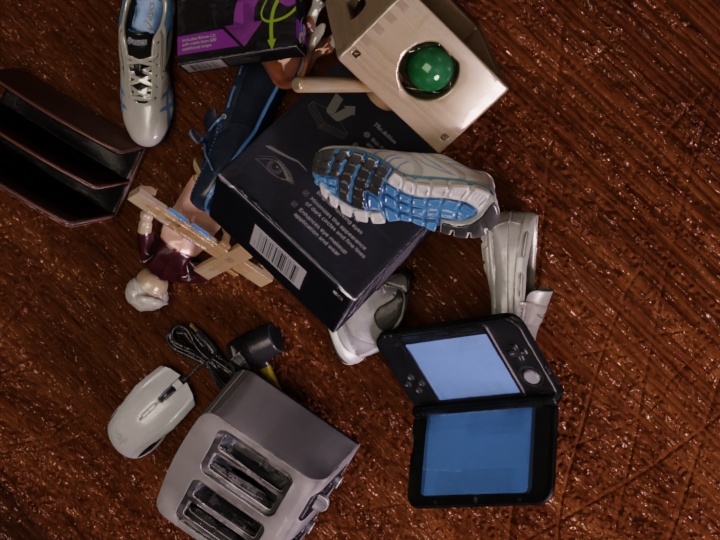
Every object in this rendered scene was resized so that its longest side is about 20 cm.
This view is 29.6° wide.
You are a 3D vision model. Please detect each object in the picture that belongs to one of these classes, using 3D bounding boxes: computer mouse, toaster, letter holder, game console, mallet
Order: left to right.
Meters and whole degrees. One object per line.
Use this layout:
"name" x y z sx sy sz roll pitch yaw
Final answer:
"letter holder" -0.378 -0.147 1.605 0.199 0.142 0.101 31 106 10
"computer mouse" -0.242 0.161 1.666 0.110 0.044 0.200 45 107 4
"toaster" -0.125 0.229 1.583 0.199 0.119 0.182 34 120 5
"mallet" -0.101 0.165 1.633 0.065 0.041 0.202 -16 98 18
"game console" 0.110 0.155 1.487 0.199 0.117 0.177 -10 123 39

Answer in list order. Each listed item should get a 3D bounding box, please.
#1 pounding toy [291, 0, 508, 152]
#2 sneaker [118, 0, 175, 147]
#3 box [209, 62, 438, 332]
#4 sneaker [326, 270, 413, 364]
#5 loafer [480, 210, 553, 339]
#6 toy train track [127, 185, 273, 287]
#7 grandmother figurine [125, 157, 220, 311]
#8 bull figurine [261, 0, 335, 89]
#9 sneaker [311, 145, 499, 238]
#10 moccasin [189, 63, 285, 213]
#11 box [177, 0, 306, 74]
"pounding toy" 0.035 -0.221 1.410 0.142 0.201 0.184 -41 117 18
"sneaker" -0.254 -0.244 1.591 0.071 0.072 0.202 6 102 13
"box" -0.025 -0.078 1.478 0.197 0.118 0.200 43 67 6
"sneaker" 0.000 0.000 1.563 0.114 0.075 0.202 -18 103 13
"loafer" 0.179 0.034 1.511 0.069 0.070 0.202 -6 99 19
"toy train track" -0.179 -0.045 1.563 0.199 0.033 0.114 34 141 -30
"grandmother figurine" -0.214 -0.030 1.623 0.121 0.061 0.201 36 109 -7
"bull figurine" -0.104 -0.300 1.533 0.121 0.065 0.201 -39 77 15
"sneaker" 0.048 -0.092 1.411 0.198 0.087 0.076 16 124 0
"moccasin" -0.149 -0.158 1.552 0.068 0.081 0.201 25 69 5
"box" -0.133 -0.325 1.495 0.141 0.036 0.202 -6 76 17
